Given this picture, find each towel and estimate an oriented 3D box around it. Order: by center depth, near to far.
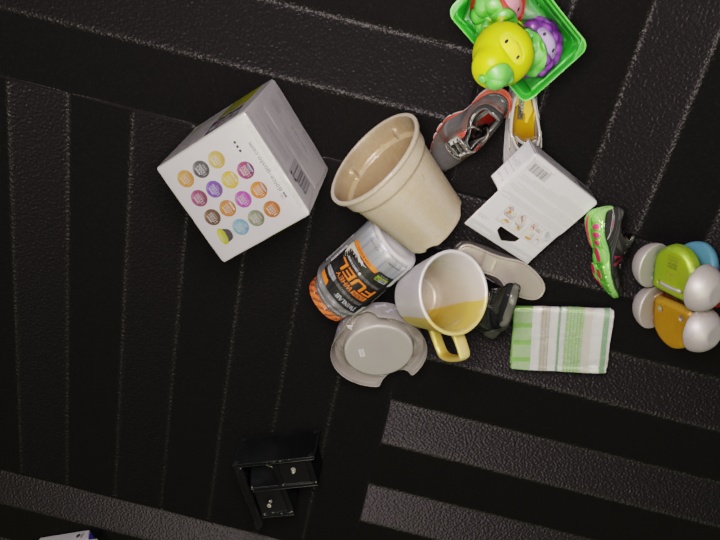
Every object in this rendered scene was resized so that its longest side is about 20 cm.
[{"bbox_3d":[0.402,0.136,1.547,0.194,0.031,0.153,3,116,9],"label":"towel"}]

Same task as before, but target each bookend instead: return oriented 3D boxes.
[{"bbox_3d":[-0.169,0.482,1.770,0.193,0.093,0.204,-8,118,11],"label":"bookend"}]

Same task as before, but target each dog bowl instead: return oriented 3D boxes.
[{"bbox_3d":[0.036,0.148,1.558,0.194,0.059,0.204,-1,130,-1],"label":"dog bowl"}]

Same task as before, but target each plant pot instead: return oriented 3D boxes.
[{"bbox_3d":[0.078,-0.137,1.359,0.199,0.203,0.183,-34,120,23],"label":"plant pot"}]

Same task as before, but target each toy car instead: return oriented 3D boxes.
[{"bbox_3d":[0.600,0.036,1.404,0.147,0.175,0.205,-22,119,-20],"label":"toy car"}]

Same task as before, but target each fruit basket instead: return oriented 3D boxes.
[{"bbox_3d":[0.238,-0.365,1.195,0.155,0.217,0.215,-39,108,25],"label":"fruit basket"}]

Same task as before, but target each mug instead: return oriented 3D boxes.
[{"bbox_3d":[0.134,0.064,1.436,0.146,0.152,0.192,15,78,-23],"label":"mug"}]

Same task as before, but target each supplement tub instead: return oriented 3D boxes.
[{"bbox_3d":[0.000,0.000,1.469,0.122,0.123,0.199,41,116,-15],"label":"supplement tub"}]

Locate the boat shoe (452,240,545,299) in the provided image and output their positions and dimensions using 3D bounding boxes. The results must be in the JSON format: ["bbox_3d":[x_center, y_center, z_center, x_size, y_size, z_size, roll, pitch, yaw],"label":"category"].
[{"bbox_3d":[0.265,-0.008,1.475,0.196,0.057,0.068,25,106,-11],"label":"boat shoe"}]

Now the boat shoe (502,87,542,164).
[{"bbox_3d":[0.285,-0.225,1.338,0.069,0.070,0.205,0,118,8],"label":"boat shoe"}]

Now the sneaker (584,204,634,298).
[{"bbox_3d":[0.469,-0.031,1.413,0.082,0.077,0.203,-21,127,-1],"label":"sneaker"}]

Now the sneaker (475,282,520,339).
[{"bbox_3d":[0.235,0.065,1.461,0.112,0.078,0.200,24,161,1],"label":"sneaker"}]

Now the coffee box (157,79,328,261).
[{"bbox_3d":[-0.199,-0.178,1.354,0.194,0.201,0.202,-25,113,20],"label":"coffee box"}]

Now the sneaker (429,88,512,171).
[{"bbox_3d":[0.178,-0.232,1.325,0.076,0.083,0.200,34,135,-10],"label":"sneaker"}]

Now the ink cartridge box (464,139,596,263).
[{"bbox_3d":[0.299,-0.116,1.368,0.198,0.044,0.173,26,122,-37],"label":"ink cartridge box"}]

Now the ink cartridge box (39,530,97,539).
[{"bbox_3d":[-0.748,0.739,2.019,0.195,0.039,0.102,-11,116,15],"label":"ink cartridge box"}]
